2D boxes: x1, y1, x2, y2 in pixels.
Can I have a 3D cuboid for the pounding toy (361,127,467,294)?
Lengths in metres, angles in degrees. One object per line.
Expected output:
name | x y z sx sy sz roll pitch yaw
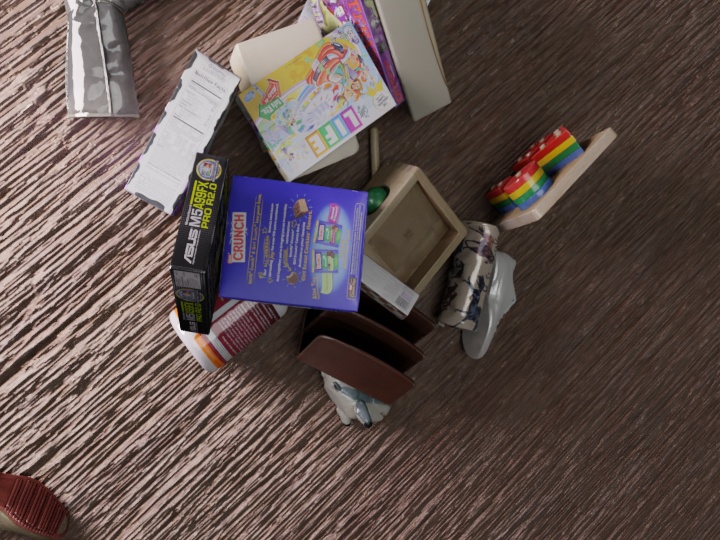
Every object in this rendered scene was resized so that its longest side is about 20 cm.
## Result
pounding toy | 0.052 -0.096 1.008 0.185 0.142 0.200 -49 121 -7

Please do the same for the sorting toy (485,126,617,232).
sorting toy | 0.311 -0.169 1.053 0.200 0.199 0.070 -45 94 -9

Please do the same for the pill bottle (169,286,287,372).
pill bottle | -0.186 0.052 0.937 0.198 0.113 0.114 -38 109 -11

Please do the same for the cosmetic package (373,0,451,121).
cosmetic package | 0.069 -0.349 0.923 0.072 0.105 0.202 -25 130 0

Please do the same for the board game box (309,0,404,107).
board game box | -0.010 -0.346 0.909 0.032 0.118 0.203 -45 130 -27

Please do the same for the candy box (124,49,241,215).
candy box | -0.246 -0.184 0.848 0.070 0.167 0.204 27 87 -16

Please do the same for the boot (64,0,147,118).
boot | -0.334 -0.320 0.849 0.176 0.073 0.207 -7 94 -5

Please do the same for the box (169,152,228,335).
box | -0.209 -0.027 0.802 0.043 0.201 0.165 8 63 -9

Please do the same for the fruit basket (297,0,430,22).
fruit basket | 0.019 -0.441 0.968 0.182 0.094 0.203 24 105 -21

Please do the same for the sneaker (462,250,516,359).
sneaker | 0.252 0.068 1.131 0.087 0.075 0.206 12 93 -33

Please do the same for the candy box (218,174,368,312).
candy box | -0.094 -0.035 0.865 0.194 0.077 0.175 7 84 -7

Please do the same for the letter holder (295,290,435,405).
letter holder | 0.016 0.113 0.992 0.197 0.102 0.142 30 132 -22

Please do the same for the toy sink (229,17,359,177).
toy sink | -0.102 -0.252 0.925 0.128 0.112 0.205 -24 101 -15

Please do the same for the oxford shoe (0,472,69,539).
oxford shoe | -0.527 0.345 0.889 0.074 0.071 0.199 -40 113 18

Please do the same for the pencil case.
pencil case | 0.191 0.011 1.088 0.076 0.089 0.206 9 96 -31

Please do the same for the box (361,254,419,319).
box | 0.000 0.000 0.932 0.198 0.039 0.042 36 72 -1

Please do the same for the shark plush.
shark plush | -0.028 0.190 1.063 0.083 0.091 0.201 -41 89 -30

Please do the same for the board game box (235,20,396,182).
board game box | -0.061 -0.240 0.862 0.198 0.034 0.136 -38 105 -13
